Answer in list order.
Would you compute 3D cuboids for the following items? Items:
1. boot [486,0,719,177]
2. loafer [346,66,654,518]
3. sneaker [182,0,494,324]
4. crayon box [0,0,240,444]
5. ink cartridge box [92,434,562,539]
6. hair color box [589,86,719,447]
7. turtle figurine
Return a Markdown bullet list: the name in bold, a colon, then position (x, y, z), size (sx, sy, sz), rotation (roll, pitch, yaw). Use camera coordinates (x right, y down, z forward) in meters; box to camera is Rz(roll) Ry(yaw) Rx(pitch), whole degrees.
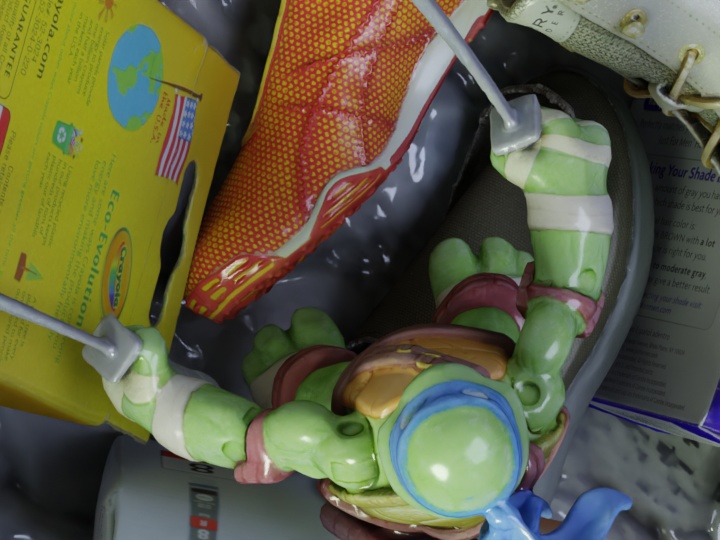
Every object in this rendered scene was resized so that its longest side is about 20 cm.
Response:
- **boot**: position (0.108, -0.048, 0.885), size (0.154, 0.072, 0.201), rotation (19, 80, -22)
- **loafer**: position (0.039, 0.026, 0.958), size (0.070, 0.075, 0.201), rotation (16, 89, -42)
- **sneaker**: position (-0.006, -0.073, 0.923), size (0.077, 0.073, 0.200), rotation (33, 81, -3)
- **crayon box**: position (-0.107, -0.032, 0.811), size (0.200, 0.051, 0.127), rotation (36, 66, -62)
- **ink cartridge box**: position (0.002, 0.100, 0.835), size (0.162, 0.200, 0.050), rotation (12, 94, -7)
- **hair color box**: position (0.143, -0.038, 0.999), size (0.065, 0.109, 0.201), rotation (20, 87, -28)
- **turtle figurine**: position (0.000, 0.000, 0.820), size (0.200, 0.194, 0.144), rotation (34, 88, 0)
